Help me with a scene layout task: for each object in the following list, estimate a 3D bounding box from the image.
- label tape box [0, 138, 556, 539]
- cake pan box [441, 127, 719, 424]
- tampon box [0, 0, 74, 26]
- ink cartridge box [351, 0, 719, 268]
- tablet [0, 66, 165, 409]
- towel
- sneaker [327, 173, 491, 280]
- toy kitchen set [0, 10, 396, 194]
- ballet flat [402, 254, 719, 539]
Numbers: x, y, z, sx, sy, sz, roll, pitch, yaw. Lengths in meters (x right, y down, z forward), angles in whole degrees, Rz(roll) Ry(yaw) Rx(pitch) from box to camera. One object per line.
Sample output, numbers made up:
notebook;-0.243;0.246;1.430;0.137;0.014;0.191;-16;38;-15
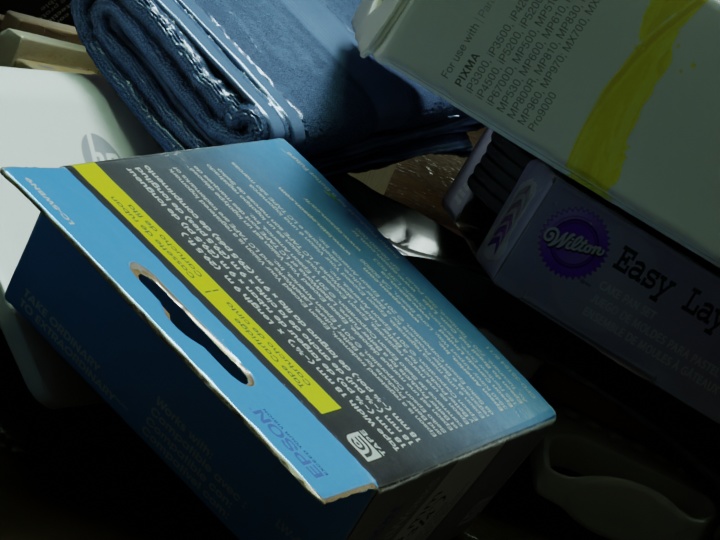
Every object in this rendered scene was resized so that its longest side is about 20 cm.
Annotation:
label tape box;-0.036;0.031;0.921;0.144;0.063;0.200;45;20;14
cake pan box;0.126;0.015;1.108;0.200;0.052;0.184;31;5;-8
tampon box;-0.167;-0.211;1.307;0.126;0.150;0.200;53;1;23
ink cartridge box;0.104;-0.068;1.040;0.200;0.084;0.145;30;7;-7
tablet;-0.086;-0.015;1.023;0.130;0.014;0.200;64;22;10
towel;-0.025;-0.084;1.122;0.112;0.049;0.200;48;31;15
sneaker;0.000;0.000;1.171;0.200;0.076;0.091;33;9;3
toy kitchen set;-0.080;-0.130;1.270;0.163;0.181;0.200;30;12;32
ballet flat;0.066;0.053;1.068;0.200;0.068;0.068;26;27;12
